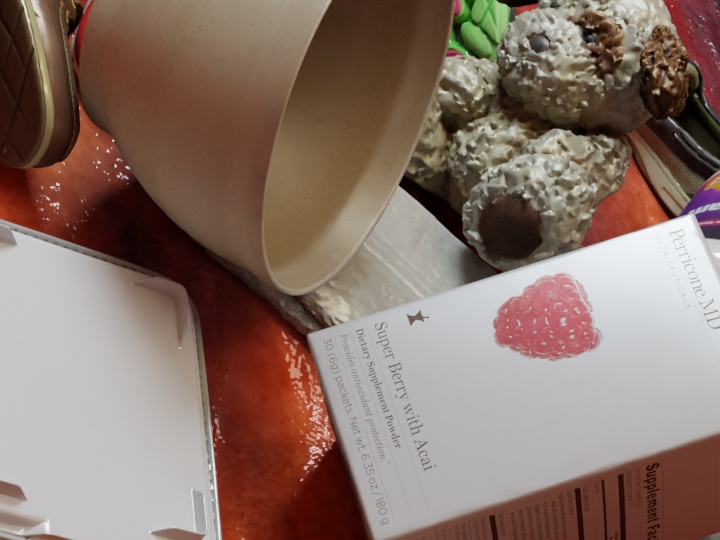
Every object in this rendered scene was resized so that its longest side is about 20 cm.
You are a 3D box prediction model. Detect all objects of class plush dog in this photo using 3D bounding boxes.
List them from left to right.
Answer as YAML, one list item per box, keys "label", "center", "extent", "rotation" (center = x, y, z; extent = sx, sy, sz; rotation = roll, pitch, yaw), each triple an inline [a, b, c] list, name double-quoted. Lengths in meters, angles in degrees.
- label: "plush dog"
  center: [0.118, -0.095, 1.360]
  extent: [0.160, 0.172, 0.200]
  rotation: [23, 17, -48]

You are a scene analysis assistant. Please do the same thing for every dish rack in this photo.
- label: "dish rack"
  center: [-0.136, 0.059, 1.090]
  extent: [0.171, 0.044, 0.200]
  rotation: [20, 44, -32]

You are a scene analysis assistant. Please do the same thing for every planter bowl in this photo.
- label: "planter bowl"
  center: [-0.055, -0.104, 1.174]
  extent: [0.135, 0.200, 0.200]
  rotation: [23, 31, 19]

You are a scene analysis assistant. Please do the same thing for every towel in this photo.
- label: "towel"
  center: [0.000, 0.000, 1.286]
  extent: [0.200, 0.034, 0.133]
  rotation: [42, 38, -4]

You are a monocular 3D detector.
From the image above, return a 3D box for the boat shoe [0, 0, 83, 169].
- label: "boat shoe"
  center: [-0.175, -0.137, 1.213]
  extent: [0.067, 0.072, 0.200]
  rotation: [7, 48, -38]

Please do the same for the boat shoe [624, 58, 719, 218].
- label: "boat shoe"
  center: [0.202, -0.118, 1.568]
  extent: [0.073, 0.065, 0.200]
  rotation: [-19, 69, -49]

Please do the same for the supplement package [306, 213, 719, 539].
- label: "supplement package"
  center: [0.090, 0.076, 1.144]
  extent: [0.200, 0.120, 0.121]
  rotation: [-18, 59, -3]

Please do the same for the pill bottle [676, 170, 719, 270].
- label: "pill bottle"
  center: [0.224, 0.017, 1.422]
  extent: [0.111, 0.111, 0.200]
  rotation: [45, 36, 0]

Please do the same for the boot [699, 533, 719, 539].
- label: "boot"
  center: [0.170, 0.148, 1.273]
  extent: [0.168, 0.076, 0.200]
  rotation: [30, 33, -14]

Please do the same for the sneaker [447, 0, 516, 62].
- label: "sneaker"
  center: [0.081, -0.203, 1.524]
  extent: [0.084, 0.077, 0.200]
  rotation: [21, 46, -32]

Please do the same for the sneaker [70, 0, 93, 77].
- label: "sneaker"
  center: [-0.085, -0.175, 1.273]
  extent: [0.077, 0.085, 0.200]
  rotation: [38, 71, 7]
